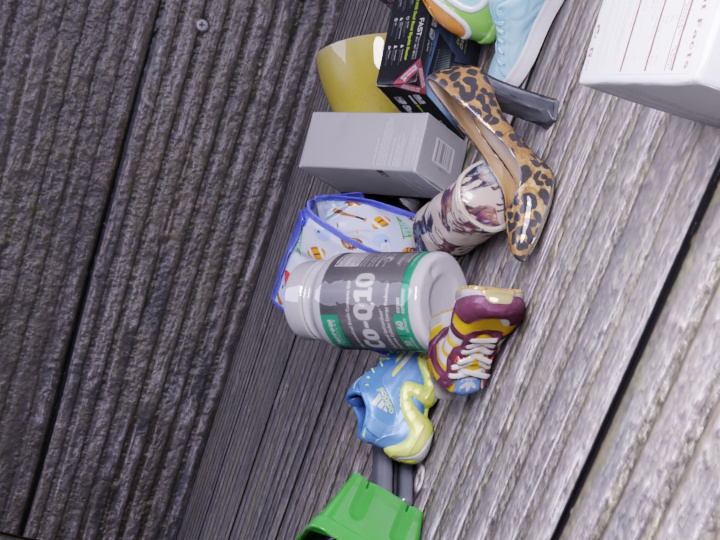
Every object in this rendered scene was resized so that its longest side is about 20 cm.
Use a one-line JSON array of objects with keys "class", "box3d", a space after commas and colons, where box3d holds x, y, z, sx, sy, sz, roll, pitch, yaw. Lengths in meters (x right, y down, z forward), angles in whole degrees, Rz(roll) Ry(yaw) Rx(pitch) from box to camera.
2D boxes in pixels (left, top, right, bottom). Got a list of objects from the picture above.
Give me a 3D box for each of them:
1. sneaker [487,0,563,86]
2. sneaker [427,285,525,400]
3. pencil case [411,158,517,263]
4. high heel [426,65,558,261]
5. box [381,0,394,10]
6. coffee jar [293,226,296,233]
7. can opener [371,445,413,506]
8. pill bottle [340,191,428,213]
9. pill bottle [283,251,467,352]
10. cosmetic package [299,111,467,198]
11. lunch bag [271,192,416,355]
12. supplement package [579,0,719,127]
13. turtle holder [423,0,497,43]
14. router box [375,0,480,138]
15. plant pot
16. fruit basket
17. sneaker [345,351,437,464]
[{"class": "sneaker", "box3d": [0.172, -0.292, 1.309, 0.074, 0.081, 0.201, -87, 16, -51]}, {"class": "sneaker", "box3d": [0.115, 0.076, 1.154, 0.200, 0.074, 0.091, 119, 156, -72]}, {"class": "pencil case", "box3d": [0.118, -0.060, 1.285, 0.200, 0.088, 0.079, 138, 120, -71]}, {"class": "high heel", "box3d": [0.122, -0.110, 1.156, 0.072, 0.141, 0.202, 125, 157, -59]}, {"class": "box", "box3d": [0.097, -0.390, 1.610, 0.199, 0.034, 0.111, 25, -103, -56]}, {"class": "coffee jar", "box3d": [-0.017, -0.015, 1.634, 0.086, 0.104, 0.200, 54, 178, 30]}, {"class": "can opener", "box3d": [0.042, 0.194, 1.381, 0.067, 0.052, 0.202, 119, 162, -47]}, {"class": "pill bottle", "box3d": [0.030, -0.121, 1.713, 0.200, 0.111, 0.113, -142, 68, -78]}, {"class": "pill bottle", "box3d": [0.015, 0.036, 1.330, 0.198, 0.113, 0.114, -1, 69, 38]}, {"class": "cosmetic package", "box3d": [0.029, -0.153, 1.526, 0.198, 0.106, 0.091, 3, 75, 39]}, {"class": "lunch bag", "box3d": [0.000, 0.000, 1.471, 0.125, 0.198, 0.171, -88, 17, -50]}, {"class": "supplement package", "box3d": [0.235, -0.156, 0.722, 0.200, 0.116, 0.119, -134, 61, -77]}, {"class": "turtle holder", "box3d": [0.144, -0.372, 1.388, 0.142, 0.130, 0.187, -87, 17, -50]}, {"class": "router box", "box3d": [0.097, -0.293, 1.522, 0.150, 0.061, 0.202, 38, -121, -53]}, {"class": "plant pot", "box3d": [0.036, -0.258, 1.735, 0.200, 0.197, 0.144, 156, 110, -76]}, {"class": "fruit basket", "box3d": [-0.021, 0.359, 1.281, 0.217, 0.154, 0.216, -60, 1, 2]}, {"class": "sneaker", "box3d": [0.041, 0.120, 1.346, 0.076, 0.104, 0.202, 123, 159, -56]}]
